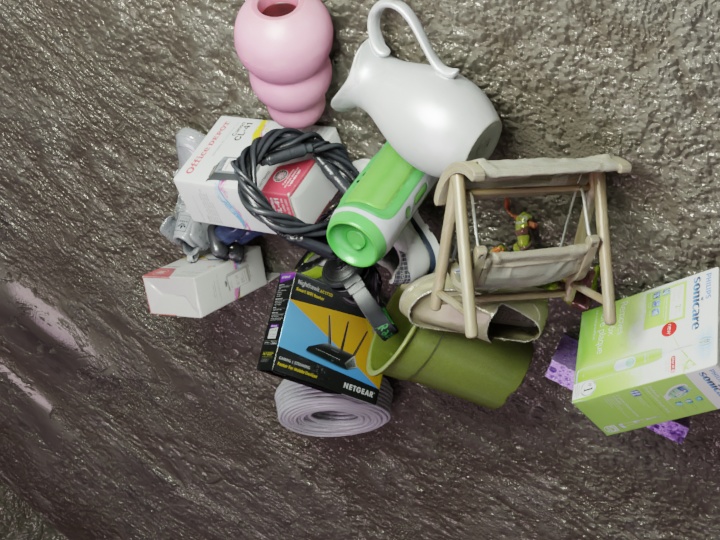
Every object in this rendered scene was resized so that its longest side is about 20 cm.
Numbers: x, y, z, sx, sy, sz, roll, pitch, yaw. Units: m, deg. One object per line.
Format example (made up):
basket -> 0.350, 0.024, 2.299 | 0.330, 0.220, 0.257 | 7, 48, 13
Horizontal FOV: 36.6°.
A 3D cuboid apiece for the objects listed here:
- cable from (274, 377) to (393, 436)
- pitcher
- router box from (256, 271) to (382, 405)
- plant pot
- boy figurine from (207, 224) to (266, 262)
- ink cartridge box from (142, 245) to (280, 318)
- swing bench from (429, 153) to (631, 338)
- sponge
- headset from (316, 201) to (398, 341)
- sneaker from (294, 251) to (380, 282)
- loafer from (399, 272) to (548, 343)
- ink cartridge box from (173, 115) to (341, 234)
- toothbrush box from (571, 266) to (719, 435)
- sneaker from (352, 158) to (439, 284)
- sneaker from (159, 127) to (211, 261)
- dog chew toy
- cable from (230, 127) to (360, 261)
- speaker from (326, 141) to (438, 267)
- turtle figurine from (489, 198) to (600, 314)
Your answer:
cable -> -0.045, 0.220, 1.812 | 0.198, 0.070, 0.200 | -2, 155, 5
pitcher -> 0.074, -0.215, 1.303 | 0.199, 0.121, 0.173 | 36, 136, 20
router box -> -0.048, 0.104, 1.629 | 0.199, 0.151, 0.051 | 22, 164, -35
plant pot -> 0.138, 0.100, 1.541 | 0.189, 0.201, 0.200 | 28, 144, -11
boy figurine -> -0.132, -0.079, 1.613 | 0.199, 0.065, 0.124 | -25, 156, 33
ink cartridge box -> -0.231, 0.008, 1.721 | 0.116, 0.199, 0.068 | 2, 109, 36
swing bench -> 0.195, -0.040, 1.281 | 0.130, 0.197, 0.202 | -142, 51, -68
sponge -> 0.353, 0.159, 1.477 | 0.199, 0.112, 0.030 | 26, 112, 11
headset -> 0.000, 0.000, 1.489 | 0.201, 0.094, 0.124 | 56, -178, 21
sneaker -> -0.008, -0.011, 1.620 | 0.081, 0.074, 0.199 | 42, 148, -27
loafer -> 0.149, 0.051, 1.390 | 0.198, 0.069, 0.076 | 2, 126, -6
ink cartridge box -> -0.136, -0.133, 1.511 | 0.198, 0.148, 0.086 | 10, 141, 27
toothbrush box -> 0.371, 0.103, 1.343 | 0.199, 0.147, 0.086 | -21, 129, 39
sneaker -> 0.028, -0.069, 1.463 | 0.201, 0.080, 0.077 | 55, 150, 26
sneaker -> -0.254, -0.110, 1.655 | 0.074, 0.115, 0.201 | 12, 136, 27
dog chew toy -> -0.089, -0.260, 1.376 | 0.123, 0.125, 0.201 | 19, 148, 20
cable -> -0.074, -0.109, 1.385 | 0.199, 0.165, 0.051 | 22, 152, -26
speaker -> 0.034, -0.096, 1.378 | 0.088, 0.201, 0.089 | 21, 140, 18
turtle figurine -> 0.232, -0.005, 1.433 | 0.160, 0.065, 0.201 | 21, 140, 19
